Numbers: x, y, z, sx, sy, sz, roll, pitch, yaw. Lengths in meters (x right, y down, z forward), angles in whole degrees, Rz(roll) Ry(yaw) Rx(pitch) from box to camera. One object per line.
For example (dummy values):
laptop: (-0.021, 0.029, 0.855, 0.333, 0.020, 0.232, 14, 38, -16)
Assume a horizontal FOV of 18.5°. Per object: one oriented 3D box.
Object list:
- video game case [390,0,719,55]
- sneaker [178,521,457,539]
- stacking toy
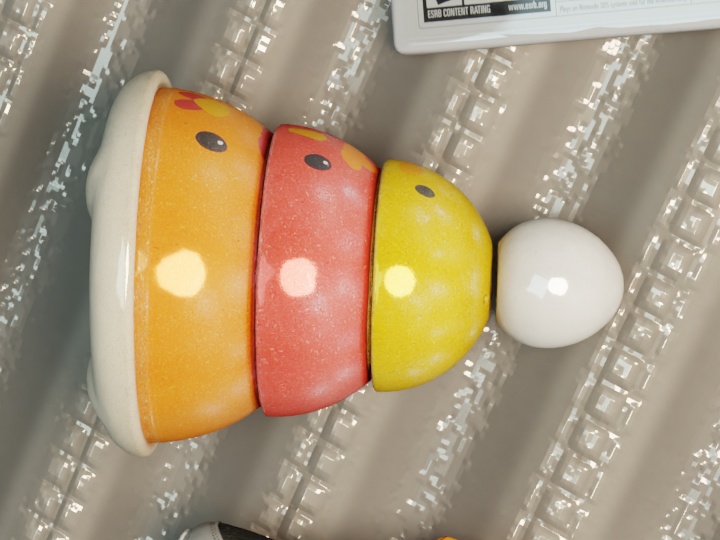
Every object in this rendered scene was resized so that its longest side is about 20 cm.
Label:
video game case: (0.100, -0.179, 0.815, 0.199, 0.022, 0.184, -3, 95, 22)
sneaker: (0.021, 0.136, 0.861, 0.199, 0.078, 0.078, 21, 90, 14)
stacking toy: (0.000, 0.000, 0.839, 0.198, 0.146, 0.147, 2, 97, 1)
